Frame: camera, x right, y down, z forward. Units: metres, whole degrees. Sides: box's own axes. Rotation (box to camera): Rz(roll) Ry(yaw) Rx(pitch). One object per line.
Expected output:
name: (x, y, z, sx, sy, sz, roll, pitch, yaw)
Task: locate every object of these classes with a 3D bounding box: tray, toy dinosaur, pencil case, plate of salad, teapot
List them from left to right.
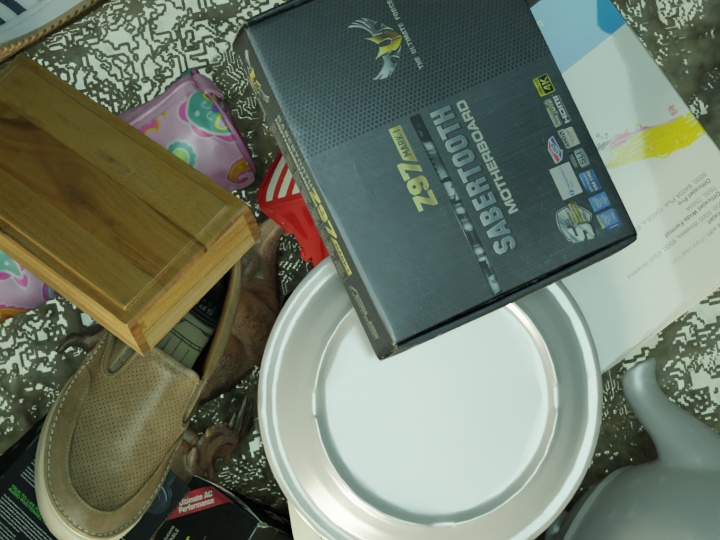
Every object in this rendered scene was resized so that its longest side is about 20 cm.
tray: (-0.162, -0.042, 1.332, 0.200, 0.037, 0.099, 33, 70, 32)
pencil case: (-0.164, -0.045, 1.408, 0.199, 0.087, 0.088, -28, 95, -4)
toy dinosaur: (-0.091, 0.050, 1.426, 0.136, 0.086, 0.200, 46, 73, -15)
plate of salad: (0.039, 0.072, 1.314, 0.199, 0.048, 0.201, 0, 91, -10)
teapot: (0.176, 0.196, 1.427, 0.146, 0.198, 0.200, 24, 62, 29)

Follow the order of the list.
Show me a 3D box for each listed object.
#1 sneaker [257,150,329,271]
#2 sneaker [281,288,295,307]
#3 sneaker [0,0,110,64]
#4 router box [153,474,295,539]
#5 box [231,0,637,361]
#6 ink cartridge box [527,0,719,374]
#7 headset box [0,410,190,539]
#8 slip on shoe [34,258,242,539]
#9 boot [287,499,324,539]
sneaker: (0.000, 0.000, 1.382, 0.078, 0.115, 0.201, -15, 112, -31)
sneaker: (0.005, 0.094, 1.434, 0.079, 0.075, 0.201, -12, 84, -24)
sneaker: (-0.231, -0.179, 1.379, 0.200, 0.070, 0.109, -35, 96, -33)
router box: (-0.092, 0.235, 1.396, 0.062, 0.150, 0.201, 32, 89, 35)
box: (0.040, -0.072, 1.279, 0.157, 0.051, 0.201, -23, 84, -15)
ink cartridge box: (0.127, -0.058, 1.407, 0.144, 0.147, 0.200, -38, 95, -3)
headset box: (-0.210, 0.180, 1.337, 0.093, 0.174, 0.200, 44, 51, -6)
slip on shoe: (-0.119, 0.064, 1.302, 0.076, 0.061, 0.200, 37, 56, -13)
boot: (0.046, 0.168, 1.343, 0.144, 0.072, 0.201, -20, 94, 23)
